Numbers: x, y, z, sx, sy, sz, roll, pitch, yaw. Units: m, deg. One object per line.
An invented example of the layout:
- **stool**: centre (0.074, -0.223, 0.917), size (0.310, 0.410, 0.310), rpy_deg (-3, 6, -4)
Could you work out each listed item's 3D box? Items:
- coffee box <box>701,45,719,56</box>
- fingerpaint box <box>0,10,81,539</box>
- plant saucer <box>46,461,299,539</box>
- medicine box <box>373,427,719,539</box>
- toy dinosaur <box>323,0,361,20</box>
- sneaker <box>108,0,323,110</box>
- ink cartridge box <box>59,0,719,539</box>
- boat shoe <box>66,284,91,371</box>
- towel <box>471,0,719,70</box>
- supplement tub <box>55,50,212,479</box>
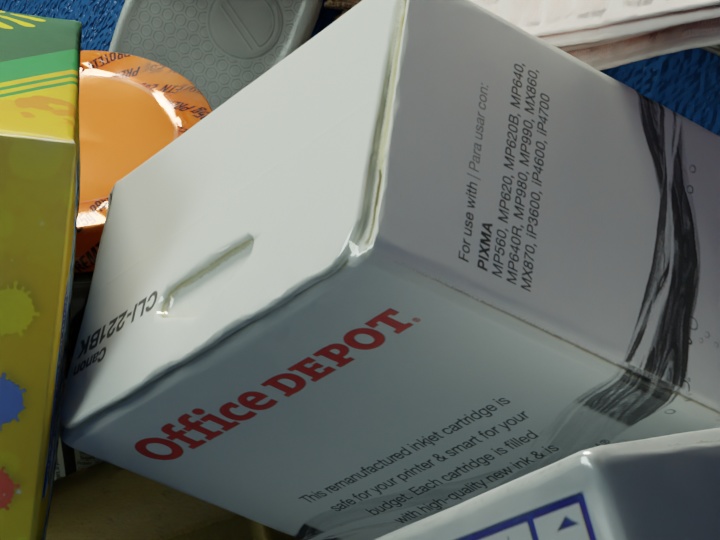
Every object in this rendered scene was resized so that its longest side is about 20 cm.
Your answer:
- **coffee box**: centre (0.114, -0.107, 0.741), size (0.080, 0.114, 0.200), rpy_deg (-62, 29, 4)
- **fingerpaint box**: centre (-0.122, 0.037, 0.720), size (0.167, 0.073, 0.201), rpy_deg (-110, 27, -74)
- **plant saucer**: centre (-0.065, 0.164, 0.824), size (0.200, 0.048, 0.201), rpy_deg (-22, 81, 41)
- **medicine box**: centre (0.050, 0.148, 0.592), size (0.200, 0.103, 0.183), rpy_deg (-29, 71, 49)
- **toy dinosaur**: centre (0.023, -0.064, 0.908), size (0.136, 0.086, 0.200), rpy_deg (-50, 36, -11)
- **sneaker**: centre (-0.063, -0.075, 1.033), size (0.201, 0.071, 0.099), rpy_deg (-63, -5, 18)
- **ink cartridge box**: centre (0.043, 0.023, 0.669), size (0.144, 0.200, 0.084), rpy_deg (-31, 43, 47)
- **boat shoe**: centre (0.000, 0.000, 0.804), size (0.068, 0.199, 0.072), rpy_deg (125, 129, -65)
- **towel**: centre (0.090, -0.145, 0.658), size (0.191, 0.032, 0.201), rpy_deg (-2, 66, 58)
- **supplement tub**: centre (-0.093, 0.030, 0.896), size (0.123, 0.122, 0.201), rpy_deg (-102, 8, -49)
